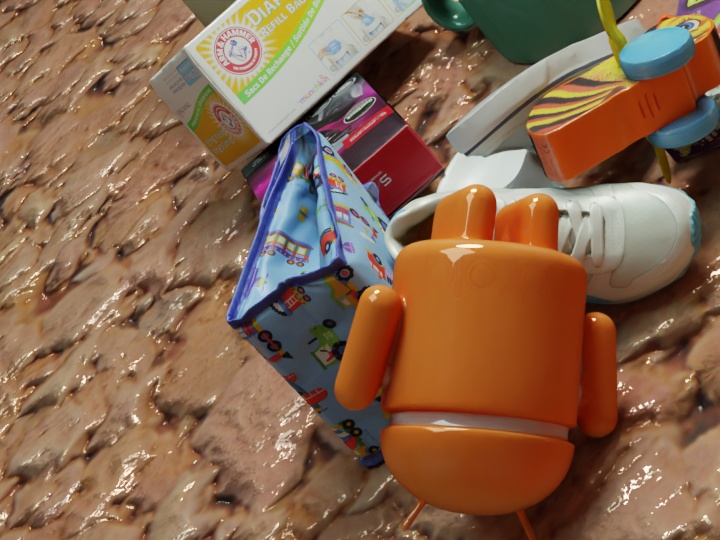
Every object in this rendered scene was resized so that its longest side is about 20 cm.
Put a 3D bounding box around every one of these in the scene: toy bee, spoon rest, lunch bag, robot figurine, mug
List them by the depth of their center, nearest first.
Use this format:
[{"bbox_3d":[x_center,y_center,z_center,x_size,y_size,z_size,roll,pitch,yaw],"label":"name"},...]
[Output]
[{"bbox_3d":[0.069,0.054,1.265,0.117,0.144,0.200,-1,80,36],"label":"robot figurine"},{"bbox_3d":[0.193,-0.119,1.385,0.200,0.131,0.109,-6,21,-11],"label":"toy bee"},{"bbox_3d":[0.000,0.000,1.439,0.094,0.151,0.200,-29,31,23],"label":"lunch bag"},{"bbox_3d":[0.108,-0.058,1.478,0.099,0.061,0.200,-50,30,0],"label":"spoon rest"},{"bbox_3d":[0.122,-0.241,1.659,0.185,0.114,0.152,-35,29,12],"label":"mug"}]

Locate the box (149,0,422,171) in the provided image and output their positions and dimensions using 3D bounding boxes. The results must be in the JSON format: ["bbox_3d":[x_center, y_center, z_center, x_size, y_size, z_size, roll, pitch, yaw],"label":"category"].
[{"bbox_3d":[-0.056,-0.187,1.762,0.200,0.101,0.112,-44,7,-20],"label":"box"}]

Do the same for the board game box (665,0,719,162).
[{"bbox_3d":[0.265,-0.165,1.470,0.120,0.032,0.200,-25,33,35],"label":"board game box"}]

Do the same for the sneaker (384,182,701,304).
[{"bbox_3d":[0.112,-0.016,1.355,0.200,0.081,0.077,-5,84,29],"label":"sneaker"}]

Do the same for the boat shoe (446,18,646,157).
[{"bbox_3d":[0.136,-0.105,1.436,0.200,0.066,0.072,-28,-8,-48],"label":"boat shoe"}]

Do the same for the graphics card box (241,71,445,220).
[{"bbox_3d":[-0.017,-0.075,1.645,0.125,0.051,0.200,-41,19,3],"label":"graphics card box"}]

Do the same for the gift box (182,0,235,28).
[{"bbox_3d":[-0.095,-0.299,1.933,0.184,0.187,0.200,-37,30,8],"label":"gift box"}]
